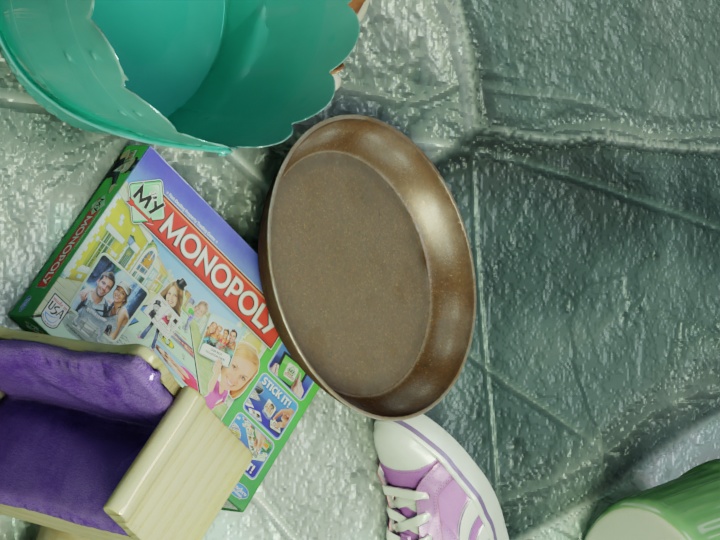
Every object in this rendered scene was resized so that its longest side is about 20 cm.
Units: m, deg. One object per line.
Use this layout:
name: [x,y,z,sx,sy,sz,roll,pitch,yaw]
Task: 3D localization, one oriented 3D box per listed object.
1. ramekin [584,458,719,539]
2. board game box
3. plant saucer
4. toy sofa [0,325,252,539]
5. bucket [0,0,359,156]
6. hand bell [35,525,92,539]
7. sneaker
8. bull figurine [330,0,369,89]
ramekin: [0.239,0.239,1.581,0.098,0.200,0.201,-10,96,-31]
board game box: [-0.109,0.038,1.397,0.200,0.029,0.135,46,64,-30]
plant saucer: [0.000,0.000,1.459,0.200,0.034,0.201,16,68,-44]
toy sofa: [-0.165,0.093,1.242,0.098,0.200,0.083,50,62,-35]
bucket: [-0.112,-0.169,1.323,0.207,0.135,0.208,0,89,-40]
hand bell: [-0.223,0.234,1.283,0.200,0.104,0.104,-39,114,-20]
sneaker: [0.040,0.194,1.494,0.114,0.073,0.201,-38,113,-29]
bull figurine: [-0.023,-0.216,1.442,0.121,0.065,0.200,-32,112,-39]
